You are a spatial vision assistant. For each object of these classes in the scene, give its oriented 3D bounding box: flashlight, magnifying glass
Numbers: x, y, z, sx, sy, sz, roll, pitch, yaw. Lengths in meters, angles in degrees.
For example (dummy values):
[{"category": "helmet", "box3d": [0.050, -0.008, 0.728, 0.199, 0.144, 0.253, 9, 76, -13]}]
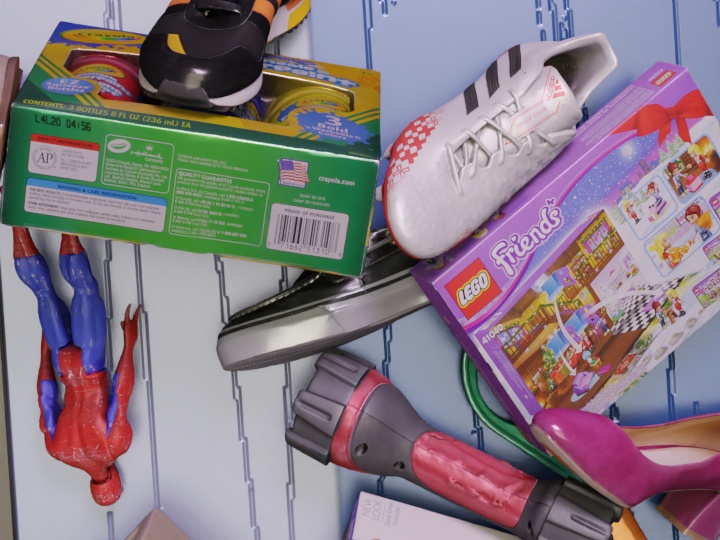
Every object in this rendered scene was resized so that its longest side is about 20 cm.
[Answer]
[{"category": "flashlight", "box3d": [0.056, 0.115, 1.150, 0.199, 0.068, 0.068, 25, 124, 13]}, {"category": "magnifying glass", "box3d": [0.130, 0.112, 1.199, 0.079, 0.022, 0.201, -31, 93, -2]}]

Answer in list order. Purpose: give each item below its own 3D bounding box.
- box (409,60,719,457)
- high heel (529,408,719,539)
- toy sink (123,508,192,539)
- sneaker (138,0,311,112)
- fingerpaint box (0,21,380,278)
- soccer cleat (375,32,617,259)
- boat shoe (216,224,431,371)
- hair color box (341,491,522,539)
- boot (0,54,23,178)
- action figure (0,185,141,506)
[{"category": "box", "box3d": [0.144, -0.008, 1.156, 0.200, 0.039, 0.137, -39, 113, -9]}, {"category": "high heel", "box3d": [0.179, 0.094, 1.138, 0.199, 0.067, 0.096, 30, 97, -38]}, {"category": "toy sink", "box3d": [-0.155, 0.250, 1.134, 0.112, 0.130, 0.200, 42, 90, -3]}, {"category": "sneaker", "box3d": [-0.073, -0.161, 1.090, 0.069, 0.200, 0.091, 12, 120, 9]}, {"category": "fingerpaint box", "box3d": [-0.089, -0.073, 1.106, 0.198, 0.167, 0.074, 9, 112, -2]}, {"category": "soccer cleat", "box3d": [0.079, -0.077, 1.114, 0.069, 0.085, 0.200, 58, 45, -14]}, {"category": "boat shoe", "box3d": [0.000, 0.000, 1.173, 0.198, 0.072, 0.072, -22, 84, -13]}, {"category": "hair color box", "box3d": [0.079, 0.214, 1.151, 0.198, 0.110, 0.065, 15, 132, -3]}, {"category": "boot", "box3d": [-0.263, -0.103, 1.089, 0.145, 0.200, 0.071, 12, 100, -11]}, {"category": "action figure", "box3d": [-0.167, 0.044, 1.164, 0.065, 0.052, 0.202, -4, 101, 18]}]
